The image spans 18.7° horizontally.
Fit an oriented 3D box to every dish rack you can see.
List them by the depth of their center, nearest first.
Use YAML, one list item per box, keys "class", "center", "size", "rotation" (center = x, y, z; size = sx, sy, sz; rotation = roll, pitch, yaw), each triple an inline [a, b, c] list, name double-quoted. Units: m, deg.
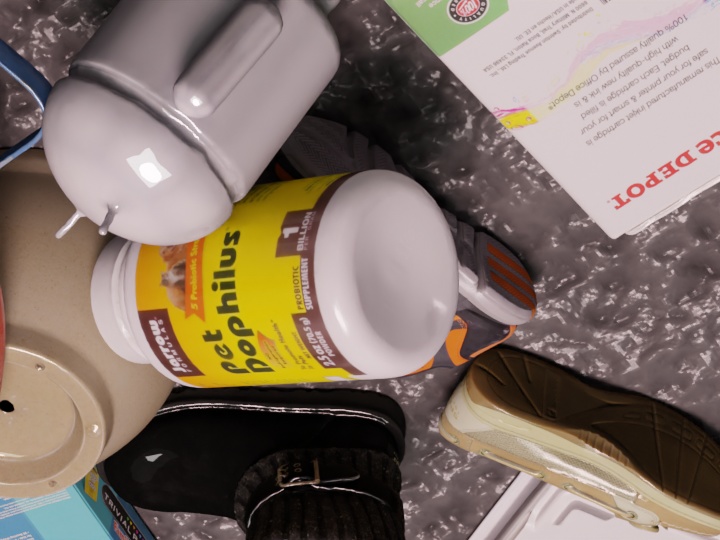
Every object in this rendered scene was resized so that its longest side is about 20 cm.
- class: "dish rack"
  center: [0.174, 0.206, 1.446]
  size: [0.199, 0.044, 0.172]
  rotation: [24, 127, -13]

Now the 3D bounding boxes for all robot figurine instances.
- class: "robot figurine"
  center: [-0.088, -0.096, 1.138]
  size: [0.113, 0.200, 0.170]
  rotation: [38, 163, -8]

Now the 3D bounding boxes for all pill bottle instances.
- class: "pill bottle"
  center: [-0.052, 0.008, 1.188]
  size: [0.199, 0.109, 0.109]
  rotation: [-6, 132, 41]

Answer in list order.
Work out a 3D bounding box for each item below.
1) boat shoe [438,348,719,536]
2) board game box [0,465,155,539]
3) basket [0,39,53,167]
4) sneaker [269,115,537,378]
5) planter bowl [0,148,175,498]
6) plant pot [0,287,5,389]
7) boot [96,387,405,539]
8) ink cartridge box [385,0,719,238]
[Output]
- class: "boat shoe"
  center: [0.148, 0.117, 1.363]
  size: [0.200, 0.073, 0.063]
  rotation: [23, 133, -10]
- class: "board game box"
  center: [-0.215, 0.203, 1.468]
  size: [0.150, 0.047, 0.200]
  rotation: [-18, 125, 17]
- class: "basket"
  center: [-0.280, -0.108, 1.171]
  size: [0.200, 0.139, 0.176]
  rotation: [42, 125, -16]
- class: "sneaker"
  center: [0.000, 0.000, 1.275]
  size: [0.200, 0.078, 0.112]
  rotation: [38, 120, -23]
- class: "planter bowl"
  center: [-0.200, 0.049, 1.292]
  size: [0.199, 0.135, 0.201]
  rotation: [2, 129, 3]
- class: "plant pot"
  center: [-0.322, 0.045, 1.146]
  size: [0.195, 0.201, 0.201]
  rotation: [12, 131, 22]
- class: "boot"
  center: [-0.070, 0.148, 1.344]
  size: [0.210, 0.158, 0.080]
  rotation: [-7, 127, 9]
- class: "ink cartridge box"
  center: [0.131, -0.135, 1.156]
  size: [0.145, 0.084, 0.200]
  rotation: [-33, 119, 26]
